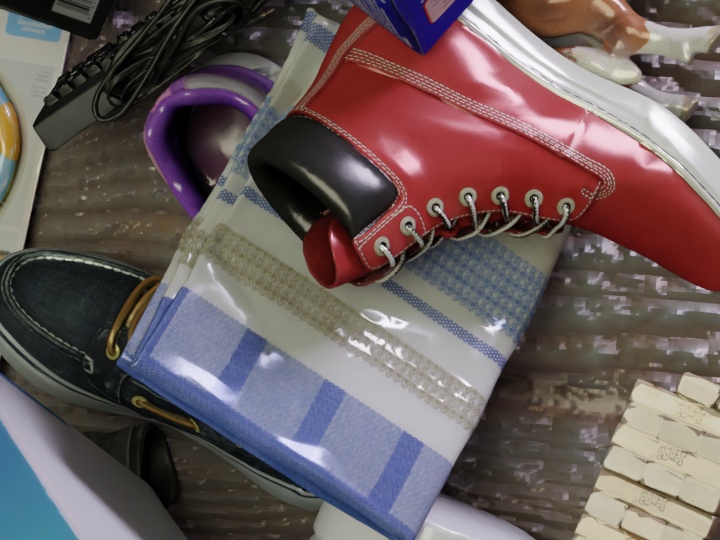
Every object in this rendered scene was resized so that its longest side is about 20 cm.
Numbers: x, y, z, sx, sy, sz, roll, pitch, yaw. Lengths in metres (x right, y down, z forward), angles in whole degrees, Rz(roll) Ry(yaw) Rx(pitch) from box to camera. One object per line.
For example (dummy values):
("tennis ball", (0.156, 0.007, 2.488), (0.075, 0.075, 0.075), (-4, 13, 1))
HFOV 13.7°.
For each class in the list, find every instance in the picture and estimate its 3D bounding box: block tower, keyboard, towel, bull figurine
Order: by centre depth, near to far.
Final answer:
("towel", (0.000, 0.000, 1.244), (0.147, 0.024, 0.200), (32, 59, -8))
("block tower", (0.109, 0.141, 1.251), (0.054, 0.058, 0.200), (22, 87, 18))
("bull figurine", (0.133, -0.161, 1.261), (0.121, 0.065, 0.200), (39, 100, 16))
("keyboard", (-0.067, -0.128, 1.310), (0.200, 0.104, 0.040), (-35, 110, 15))

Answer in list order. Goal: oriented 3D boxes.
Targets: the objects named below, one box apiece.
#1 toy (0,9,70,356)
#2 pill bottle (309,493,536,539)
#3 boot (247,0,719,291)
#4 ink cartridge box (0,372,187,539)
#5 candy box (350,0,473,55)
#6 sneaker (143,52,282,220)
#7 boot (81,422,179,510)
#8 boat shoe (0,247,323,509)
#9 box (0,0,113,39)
("toy", (-0.209, -0.040, 1.386), (0.115, 0.047, 0.200), (11, 92, 18))
("pill bottle", (-0.001, 0.193, 1.266), (0.113, 0.113, 0.200), (22, 94, 19))
("boot", (0.057, -0.021, 1.228), (0.200, 0.072, 0.144), (33, 61, 0))
("ink cartridge box", (-0.168, 0.167, 1.222), (0.200, 0.147, 0.146), (-44, 45, 3))
("candy box", (0.001, -0.214, 1.222), (0.200, 0.077, 0.169), (40, 84, 20))
("sneaker", (-0.024, -0.017, 1.299), (0.200, 0.088, 0.081), (45, 100, 15))
("boot", (-0.153, 0.164, 1.345), (0.131, 0.070, 0.200), (4, 88, 18))
("boat shoe", (-0.081, 0.027, 1.306), (0.200, 0.091, 0.071), (25, 64, 15))
("box", (-0.148, -0.225, 1.340), (0.141, 0.079, 0.200), (28, 98, 37))
